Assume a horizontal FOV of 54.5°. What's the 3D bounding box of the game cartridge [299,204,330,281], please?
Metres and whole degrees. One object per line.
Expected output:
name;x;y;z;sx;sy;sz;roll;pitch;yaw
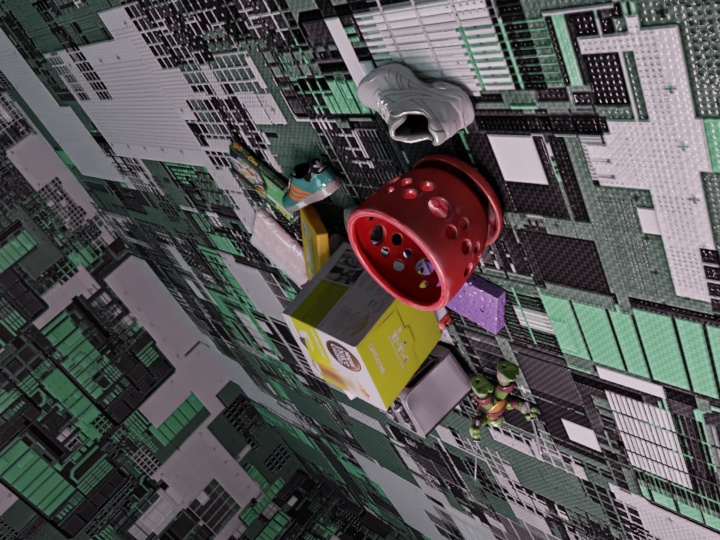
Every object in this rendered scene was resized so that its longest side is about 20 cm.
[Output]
game cartridge;-0.094;-0.030;1.477;0.200;0.032;0.178;-118;22;-64

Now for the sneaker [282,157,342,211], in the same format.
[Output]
sneaker;-0.112;-0.178;1.413;0.080;0.071;0.199;54;149;-14

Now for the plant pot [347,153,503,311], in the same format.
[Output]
plant pot;0.107;-0.069;1.085;0.200;0.183;0.201;36;156;19

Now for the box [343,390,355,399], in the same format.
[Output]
box;0.024;0.177;1.570;0.102;0.199;0.113;56;-177;-27

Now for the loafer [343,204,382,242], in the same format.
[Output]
loafer;0.023;-0.046;1.413;0.070;0.070;0.201;20;140;52

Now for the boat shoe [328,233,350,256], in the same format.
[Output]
boat shoe;0.000;0.002;1.479;0.064;0.075;0.203;-3;131;44

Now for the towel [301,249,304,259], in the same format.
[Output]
towel;-0.051;0.014;1.619;0.172;0.048;0.200;57;158;-17

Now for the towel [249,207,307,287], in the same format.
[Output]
towel;-0.203;-0.053;1.805;0.200;0.032;0.191;43;156;2

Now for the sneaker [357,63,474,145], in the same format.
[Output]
sneaker;0.058;-0.233;0.999;0.199;0.099;0.078;25;150;38

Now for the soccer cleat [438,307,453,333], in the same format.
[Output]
soccer cleat;0.107;0.135;1.476;0.085;0.068;0.200;50;119;11

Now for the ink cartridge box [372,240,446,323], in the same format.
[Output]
ink cartridge box;0.093;0.012;1.353;0.099;0.039;0.201;21;148;45

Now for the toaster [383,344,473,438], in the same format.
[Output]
toaster;0.144;0.260;1.582;0.119;0.200;0.181;55;162;-19

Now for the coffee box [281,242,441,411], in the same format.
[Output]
coffee box;0.009;0.105;1.340;0.197;0.200;0.200;21;148;38

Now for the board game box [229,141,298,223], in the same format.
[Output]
board game box;-0.217;-0.198;1.579;0.200;0.023;0.105;41;155;10

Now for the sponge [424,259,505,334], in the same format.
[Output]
sponge;0.184;0.036;1.327;0.199;0.030;0.112;31;152;31

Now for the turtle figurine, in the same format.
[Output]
turtle figurine;0.296;0.299;1.443;0.143;0.201;0.195;-3;134;14

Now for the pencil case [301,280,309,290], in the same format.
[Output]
pencil case;-0.069;0.105;1.783;0.082;0.087;0.201;-9;124;39
